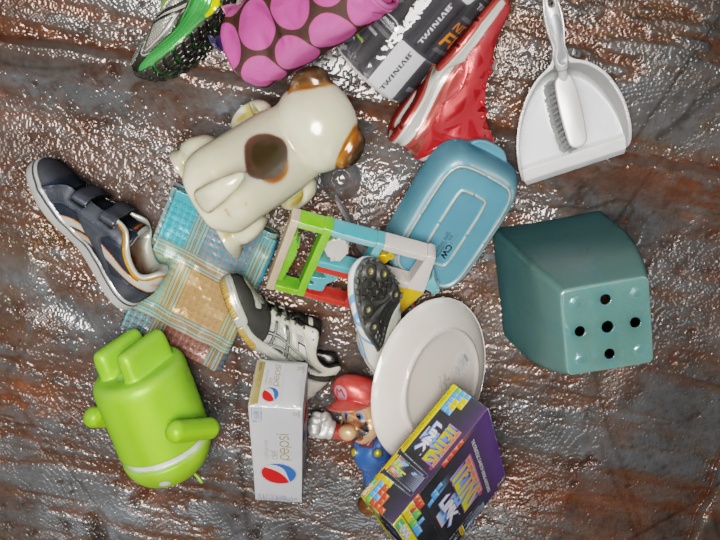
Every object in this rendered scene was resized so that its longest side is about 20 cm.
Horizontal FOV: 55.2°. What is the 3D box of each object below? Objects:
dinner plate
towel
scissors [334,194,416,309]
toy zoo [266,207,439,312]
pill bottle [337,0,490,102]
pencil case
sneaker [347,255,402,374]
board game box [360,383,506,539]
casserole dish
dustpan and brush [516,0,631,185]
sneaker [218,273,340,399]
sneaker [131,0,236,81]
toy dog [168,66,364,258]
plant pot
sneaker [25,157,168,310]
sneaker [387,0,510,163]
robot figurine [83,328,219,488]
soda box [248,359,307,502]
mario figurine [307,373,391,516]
[{"bbox_3d":[0.092,0.134,0.825,0.198,0.024,0.205,-11,106,-41],"label":"dinner plate"},{"bbox_3d":[-0.202,0.012,0.858,0.145,0.022,0.203,25,103,-5],"label":"towel"},{"bbox_3d":[0.023,-0.004,0.860,0.072,0.014,0.204,-12,103,6],"label":"scissors"},{"bbox_3d":[0.000,0.000,0.795,0.196,0.021,0.132,14,141,-13],"label":"toy zoo"},{"bbox_3d":[0.070,-0.286,0.720,0.106,0.107,0.200,40,114,-9],"label":"pill bottle"},{"bbox_3d":[-0.057,-0.263,0.693,0.197,0.090,0.095,-17,94,35],"label":"pencil case"},{"bbox_3d":[0.017,0.062,0.806,0.072,0.072,0.202,-44,137,-25],"label":"sneaker"},{"bbox_3d":[0.095,0.256,0.816,0.165,0.056,0.201,-45,142,-17],"label":"board game box"},{"bbox_3d":[0.105,-0.057,0.804,0.119,0.039,0.202,22,118,-17],"label":"casserole dish"},{"bbox_3d":[0.230,-0.210,0.783,0.137,0.057,0.204,-17,103,4],"label":"dustpan and brush"},{"bbox_3d":[-0.095,0.069,0.842,0.087,0.076,0.201,-31,121,1],"label":"sneaker"},{"bbox_3d":[-0.190,-0.297,0.762,0.085,0.078,0.201,38,94,0],"label":"sneaker"},{"bbox_3d":[-0.096,-0.131,0.740,0.198,0.194,0.141,-34,88,-5],"label":"toy dog"},{"bbox_3d":[0.242,0.032,0.772,0.138,0.200,0.144,-9,105,2],"label":"plant pot"},{"bbox_3d":[-0.300,-0.057,0.807,0.079,0.079,0.202,-29,103,18],"label":"sneaker"},{"bbox_3d":[0.127,-0.206,0.790,0.115,0.079,0.201,32,106,-22],"label":"sneaker"},{"bbox_3d":[-0.253,0.176,0.846,0.172,0.116,0.204,-2,113,29],"label":"robot figurine"},{"bbox_3d":[-0.098,0.200,0.837,0.062,0.069,0.203,4,132,-1],"label":"soda box"},{"bbox_3d":[0.003,0.227,0.868,0.121,0.106,0.204,-18,106,-2],"label":"mario figurine"}]
